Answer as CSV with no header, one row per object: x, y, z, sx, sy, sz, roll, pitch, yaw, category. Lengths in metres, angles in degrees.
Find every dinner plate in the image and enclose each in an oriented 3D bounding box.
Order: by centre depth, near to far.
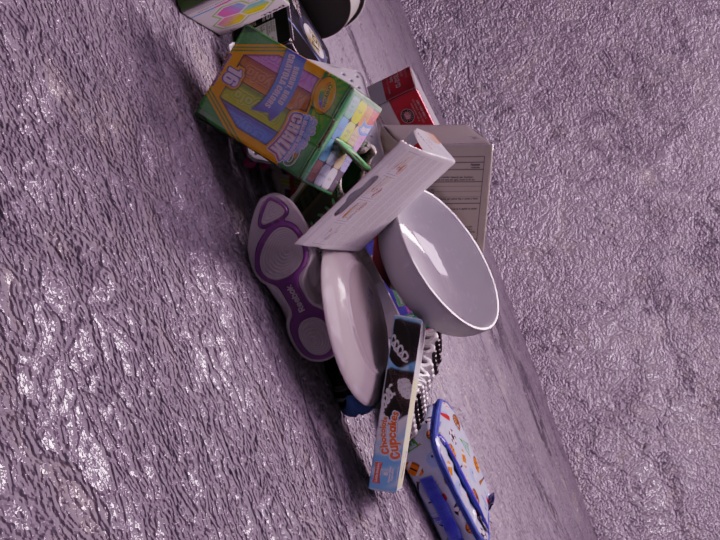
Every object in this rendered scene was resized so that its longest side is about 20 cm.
0.000,0.057,1.483,0.200,0.024,0.201,-14,90,-75,dinner plate

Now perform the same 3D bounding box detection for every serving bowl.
0.085,-0.001,1.561,0.200,0.066,0.201,41,30,-30,serving bowl

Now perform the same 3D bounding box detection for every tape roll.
0.000,0.000,1.742,0.203,0.037,0.203,63,-1,2,tape roll

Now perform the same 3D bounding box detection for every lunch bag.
0.124,0.294,1.785,0.201,0.075,0.160,62,15,-18,lunch bag

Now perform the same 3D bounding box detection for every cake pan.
-0.091,-0.416,1.873,0.201,0.199,0.037,57,41,-41,cake pan

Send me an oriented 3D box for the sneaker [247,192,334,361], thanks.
-0.078,0.004,1.461,0.100,0.075,0.201,-96,169,-72,sneaker

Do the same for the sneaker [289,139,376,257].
-0.036,-0.081,1.541,0.077,0.201,0.089,12,11,-35,sneaker

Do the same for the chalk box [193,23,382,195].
-0.063,-0.172,1.464,0.200,0.124,0.124,31,3,15,chalk box

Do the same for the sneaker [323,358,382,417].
-0.011,0.087,1.572,0.200,0.070,0.083,-94,164,-49,sneaker

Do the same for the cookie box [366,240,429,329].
0.057,0.014,1.980,0.200,0.075,0.172,31,39,-69,cookie box

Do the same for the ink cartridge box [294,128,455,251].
0.007,-0.090,1.397,0.050,0.162,0.200,51,15,16,ink cartridge box

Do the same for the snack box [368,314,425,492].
0.044,0.159,1.508,0.116,0.037,0.201,58,41,-81,snack box

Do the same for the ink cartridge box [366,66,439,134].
0.016,-0.184,1.866,0.083,0.199,0.146,-99,162,-57,ink cartridge box

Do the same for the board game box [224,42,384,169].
-0.070,-0.196,1.643,0.199,0.026,0.201,9,50,-28,board game box

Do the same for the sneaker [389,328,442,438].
0.056,0.158,1.751,0.200,0.081,0.075,-68,160,-47,sneaker

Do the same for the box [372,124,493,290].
0.092,-0.085,1.684,0.109,0.127,0.201,-124,-144,-66,box

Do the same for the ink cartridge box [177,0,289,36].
-0.159,-0.356,1.639,0.200,0.103,0.060,7,62,-77,ink cartridge box

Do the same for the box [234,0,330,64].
-0.107,-0.303,1.812,0.201,0.086,0.164,-99,163,-47,box

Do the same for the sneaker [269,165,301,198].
-0.063,-0.102,1.646,0.201,0.085,0.077,71,14,15,sneaker
